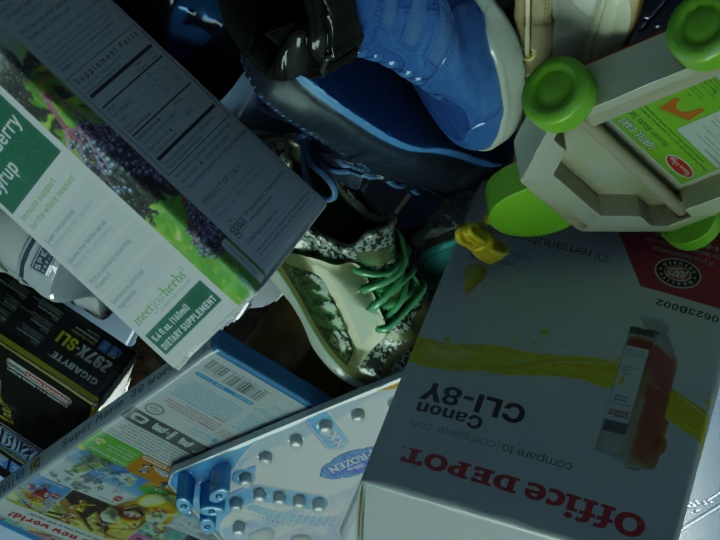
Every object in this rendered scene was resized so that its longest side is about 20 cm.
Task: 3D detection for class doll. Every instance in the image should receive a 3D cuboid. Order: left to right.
[{"bbox_3d":[-0.091,-0.104,0.804,0.136,0.049,0.200,21,140,-18],"label":"doll"}]

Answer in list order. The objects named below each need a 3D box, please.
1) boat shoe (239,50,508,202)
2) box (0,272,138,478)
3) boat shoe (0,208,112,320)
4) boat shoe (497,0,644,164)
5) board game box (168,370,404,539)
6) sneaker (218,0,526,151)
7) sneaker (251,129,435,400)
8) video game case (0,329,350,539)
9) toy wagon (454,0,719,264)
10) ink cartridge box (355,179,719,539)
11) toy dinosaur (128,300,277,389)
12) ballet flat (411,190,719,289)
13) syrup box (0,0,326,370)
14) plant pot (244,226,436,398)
[{"bbox_3d":[0.002,-0.064,0.797,0.069,0.084,0.200,-29,150,25],"label":"boat shoe"},{"bbox_3d":[-0.239,0.049,0.998,0.200,0.049,0.160,34,146,3],"label":"box"},{"bbox_3d":[-0.163,-0.020,0.918,0.065,0.074,0.200,29,175,6],"label":"boat shoe"},{"bbox_3d":[0.088,-0.107,0.774,0.069,0.074,0.200,17,152,4],"label":"boat shoe"},{"bbox_3d":[0.023,0.149,0.950,0.200,0.026,0.200,-24,126,16],"label":"board game box"},{"bbox_3d":[-0.001,-0.105,0.694,0.077,0.111,0.200,34,158,38],"label":"sneaker"},{"bbox_3d":[0.000,0.000,0.879,0.200,0.077,0.089,43,155,-15],"label":"sneaker"},{"bbox_3d":[-0.101,0.118,0.952,0.200,0.018,0.143,-35,130,27],"label":"video game case"},{"bbox_3d":[0.131,-0.057,0.743,0.200,0.040,0.155,-21,149,27],"label":"toy wagon"},{"bbox_3d":[0.097,0.066,0.798,0.145,0.200,0.083,15,142,12],"label":"ink cartridge box"},{"bbox_3d":[-0.068,0.053,1.047,0.200,0.136,0.086,-14,131,-32],"label":"toy dinosaur"},{"bbox_3d":[0.116,-0.034,0.889,0.200,0.072,0.072,-8,150,36],"label":"ballet flat"},{"bbox_3d":[-0.122,-0.059,0.757,0.200,0.081,0.079,43,133,-6],"label":"syrup box"},{"bbox_3d":[0.007,0.065,0.996,0.200,0.027,0.200,-24,136,-25],"label":"plant pot"}]
